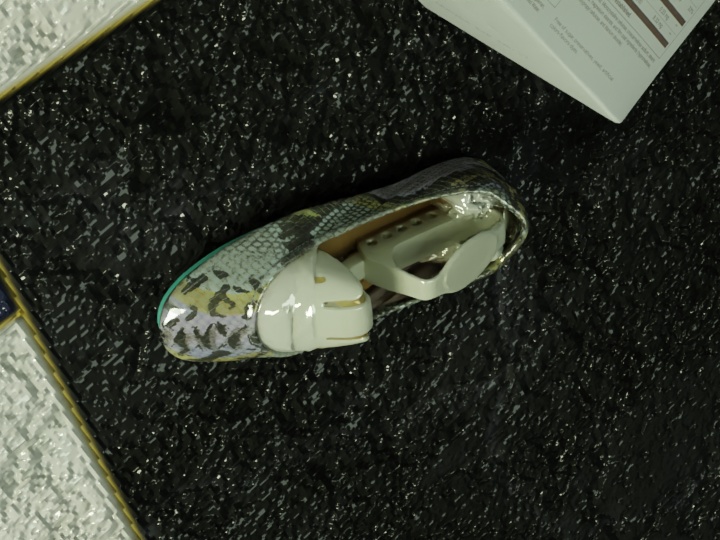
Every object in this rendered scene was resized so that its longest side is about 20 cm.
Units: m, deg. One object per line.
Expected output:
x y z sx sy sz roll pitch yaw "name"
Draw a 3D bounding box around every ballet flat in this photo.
0.000 0.000 1.023 0.200 0.072 0.072 -24 129 -26 "ballet flat"

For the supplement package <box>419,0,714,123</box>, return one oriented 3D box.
0.090 -0.204 0.907 0.200 0.152 0.151 -52 135 0 "supplement package"
